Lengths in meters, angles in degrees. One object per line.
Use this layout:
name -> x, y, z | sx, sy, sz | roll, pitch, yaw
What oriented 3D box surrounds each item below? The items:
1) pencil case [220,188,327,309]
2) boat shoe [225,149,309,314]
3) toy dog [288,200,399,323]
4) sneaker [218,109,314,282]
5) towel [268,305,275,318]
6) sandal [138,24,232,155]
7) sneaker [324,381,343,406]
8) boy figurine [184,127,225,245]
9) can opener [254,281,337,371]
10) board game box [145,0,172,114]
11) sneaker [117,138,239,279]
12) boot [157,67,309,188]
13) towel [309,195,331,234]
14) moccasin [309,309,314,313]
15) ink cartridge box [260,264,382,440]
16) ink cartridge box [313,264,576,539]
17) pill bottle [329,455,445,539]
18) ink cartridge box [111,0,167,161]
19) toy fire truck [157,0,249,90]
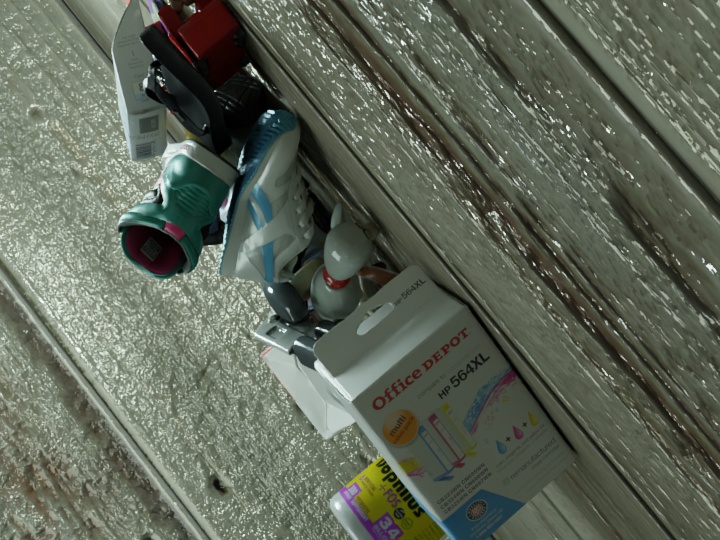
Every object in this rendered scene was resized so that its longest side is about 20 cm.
pencil case -> -0.101, -0.040, 1.523 | 0.200, 0.090, 0.084 | 41, 157, 36
boat shoe -> -0.086, -0.045, 1.403 | 0.076, 0.060, 0.202 | -2, -107, -77
toy dog -> 0.000, 0.000, 1.298 | 0.132, 0.096, 0.200 | 55, 160, -8
sneaker -> -0.078, -0.068, 1.256 | 0.201, 0.080, 0.077 | 111, 167, -47
towel -> -0.012, 0.100, 1.566 | 0.198, 0.033, 0.191 | 18, -167, -12
sandal -> -0.154, -0.145, 1.180 | 0.076, 0.043, 0.200 | 47, 172, 19
sneaker -> 0.063, 0.121, 1.289 | 0.198, 0.074, 0.116 | 18, 170, 0
boy figurine -> -0.173, -0.128, 1.438 | 0.125, 0.064, 0.202 | -91, 0, -70
can opener -> -0.043, 0.063, 1.277 | 0.199, 0.052, 0.067 | 24, 145, 52
board game box -> -0.224, -0.234, 1.557 | 0.159, 0.039, 0.200 | 68, 169, -18
sneaker -> -0.178, -0.052, 1.281 | 0.083, 0.121, 0.200 | 34, 172, -10
boot -> -0.130, -0.145, 1.345 | 0.200, 0.067, 0.131 | 43, 164, 48
towel -> -0.044, -0.041, 1.620 | 0.201, 0.023, 0.144 | 55, 175, -23
moccasin -> -0.064, 0.004, 1.595 | 0.201, 0.074, 0.078 | 43, -175, 38
ink cartridge box -> 0.000, 0.076, 1.445 | 0.117, 0.200, 0.067 | 51, 133, 0
ink cartridge box -> 0.062, 0.111, 1.148 | 0.201, 0.128, 0.125 | 52, 174, -19
pill bottle -> 0.072, 0.217, 1.395 | 0.105, 0.199, 0.104 | 50, 174, 7
ink cartridge box -> -0.256, -0.239, 1.469 | 0.160, 0.047, 0.202 | 120, 134, -76
toy fire truck -> -0.158, -0.233, 1.138 | 0.141, 0.049, 0.200 | 52, 176, 2
